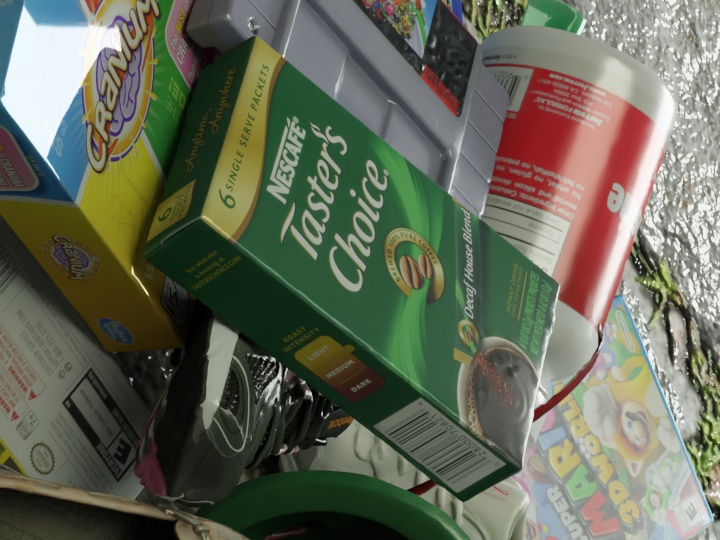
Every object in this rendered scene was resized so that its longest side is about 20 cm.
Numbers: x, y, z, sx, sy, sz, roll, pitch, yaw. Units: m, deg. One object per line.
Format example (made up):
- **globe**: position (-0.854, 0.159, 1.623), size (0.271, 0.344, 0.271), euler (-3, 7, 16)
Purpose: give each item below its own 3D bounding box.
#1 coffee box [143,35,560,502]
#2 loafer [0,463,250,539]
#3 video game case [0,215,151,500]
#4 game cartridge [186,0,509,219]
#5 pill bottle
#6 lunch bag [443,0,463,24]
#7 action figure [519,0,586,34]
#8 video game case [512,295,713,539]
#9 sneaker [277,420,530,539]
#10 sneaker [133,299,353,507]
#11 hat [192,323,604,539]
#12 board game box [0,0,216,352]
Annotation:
- **coffee box**: position (0.000, 0.000, 1.328), size (0.200, 0.044, 0.123), euler (39, 42, -23)
- **loafer**: position (-0.104, 0.129, 1.280), size (0.200, 0.063, 0.072), euler (22, 75, -32)
- **video game case**: position (-0.184, 0.071, 1.280), size (0.182, 0.023, 0.200), euler (-53, 127, -31)
- **game cartridge**: position (0.001, -0.100, 1.414), size (0.200, 0.038, 0.130), euler (46, 47, -35)
- **pill bottle**: position (0.082, -0.015, 1.533), size (0.112, 0.112, 0.200), euler (31, 71, -34)
- **lunch bag**: position (-0.015, -0.176, 1.569), size (0.150, 0.094, 0.200), euler (38, 42, -27)
- **action figure**: position (0.089, -0.042, 1.638), size (0.118, 0.055, 0.200), euler (43, 55, -28)
- **video game case**: position (0.111, 0.108, 1.627), size (0.200, 0.018, 0.143), euler (-24, 93, -48)
- **sneaker**: position (0.036, 0.110, 1.488), size (0.200, 0.099, 0.078), euler (52, 43, -18)
- **sneaker**: position (-0.041, 0.051, 1.346), size (0.086, 0.080, 0.200), euler (26, 25, -5)
- **hat**: position (0.019, 0.142, 1.436), size (0.176, 0.200, 0.166), euler (-50, 132, -66)
- **board game box**: position (-0.117, -0.079, 1.284), size (0.200, 0.040, 0.153), euler (57, 36, -53)
